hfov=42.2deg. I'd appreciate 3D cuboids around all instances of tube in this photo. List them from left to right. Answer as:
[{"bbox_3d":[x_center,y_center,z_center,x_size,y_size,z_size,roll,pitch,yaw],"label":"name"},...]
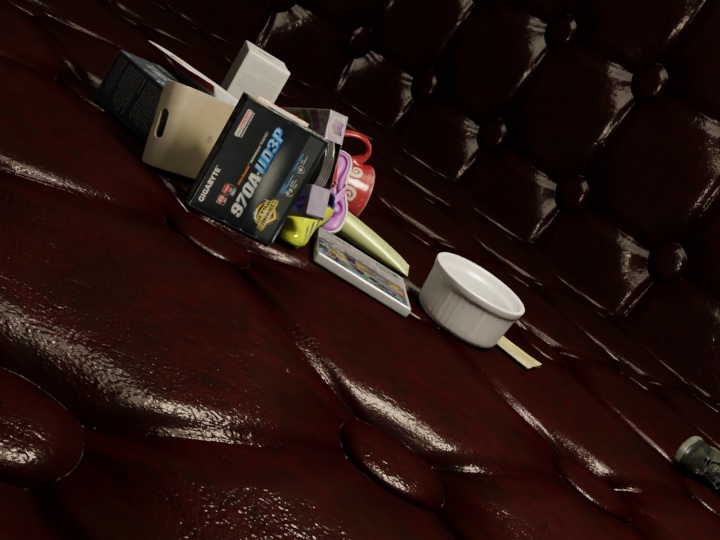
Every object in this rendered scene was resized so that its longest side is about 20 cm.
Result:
[{"bbox_3d":[0.019,-0.057,1.920,0.199,0.052,0.058,36,58,-6],"label":"tube"}]

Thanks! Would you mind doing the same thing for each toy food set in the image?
[{"bbox_3d":[-0.282,-0.233,1.619,0.060,0.145,0.199,22,6,35],"label":"toy food set"}]

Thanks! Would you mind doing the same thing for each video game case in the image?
[{"bbox_3d":[0.000,0.000,1.724,0.199,0.023,0.182,32,14,-11],"label":"video game case"}]

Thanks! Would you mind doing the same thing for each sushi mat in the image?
[{"bbox_3d":[0.281,0.138,1.918,0.200,0.012,0.096,39,15,20],"label":"sushi mat"}]

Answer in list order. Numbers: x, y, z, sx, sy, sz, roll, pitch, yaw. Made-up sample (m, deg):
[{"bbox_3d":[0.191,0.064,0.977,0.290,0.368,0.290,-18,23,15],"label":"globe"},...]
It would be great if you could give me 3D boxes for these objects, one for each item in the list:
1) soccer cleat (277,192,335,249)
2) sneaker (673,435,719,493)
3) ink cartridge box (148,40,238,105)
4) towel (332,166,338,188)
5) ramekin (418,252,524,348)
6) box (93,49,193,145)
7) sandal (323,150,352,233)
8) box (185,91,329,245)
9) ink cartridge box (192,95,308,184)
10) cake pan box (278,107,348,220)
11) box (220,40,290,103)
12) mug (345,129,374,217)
[{"bbox_3d":[-0.096,-0.099,1.682,0.065,0.084,0.200,36,24,2],"label":"soccer cleat"},{"bbox_3d":[0.712,0.399,1.885,0.199,0.077,0.114,28,7,-44],"label":"sneaker"},{"bbox_3d":[-0.312,-0.353,1.801,0.162,0.050,0.200,39,9,39],"label":"ink cartridge box"},{"bbox_3d":[-0.143,-0.226,1.881,0.198,0.023,0.145,6,46,-4],"label":"towel"},{"bbox_3d":[0.210,0.061,1.812,0.200,0.098,0.201,29,18,-10],"label":"ramekin"},{"bbox_3d":[-0.362,-0.295,1.716,0.200,0.107,0.148,41,15,25],"label":"box"},{"bbox_3d":[-0.061,-0.168,1.884,0.082,0.050,0.204,7,59,-1],"label":"sandal"},{"bbox_3d":[-0.167,-0.163,1.515,0.158,0.201,0.046,27,11,-26],"label":"box"},{"bbox_3d":[-0.186,-0.192,1.567,0.109,0.201,0.050,25,16,-30],"label":"ink cartridge box"},{"bbox_3d":[-0.117,-0.189,1.627,0.199,0.186,0.052,13,0,44],"label":"cake pan box"},{"bbox_3d":[-0.256,-0.393,2.095,0.106,0.201,0.152,27,15,-19],"label":"box"},{"bbox_3d":[-0.080,-0.223,2.009,0.199,0.179,0.133,23,-10,-23],"label":"mug"}]
